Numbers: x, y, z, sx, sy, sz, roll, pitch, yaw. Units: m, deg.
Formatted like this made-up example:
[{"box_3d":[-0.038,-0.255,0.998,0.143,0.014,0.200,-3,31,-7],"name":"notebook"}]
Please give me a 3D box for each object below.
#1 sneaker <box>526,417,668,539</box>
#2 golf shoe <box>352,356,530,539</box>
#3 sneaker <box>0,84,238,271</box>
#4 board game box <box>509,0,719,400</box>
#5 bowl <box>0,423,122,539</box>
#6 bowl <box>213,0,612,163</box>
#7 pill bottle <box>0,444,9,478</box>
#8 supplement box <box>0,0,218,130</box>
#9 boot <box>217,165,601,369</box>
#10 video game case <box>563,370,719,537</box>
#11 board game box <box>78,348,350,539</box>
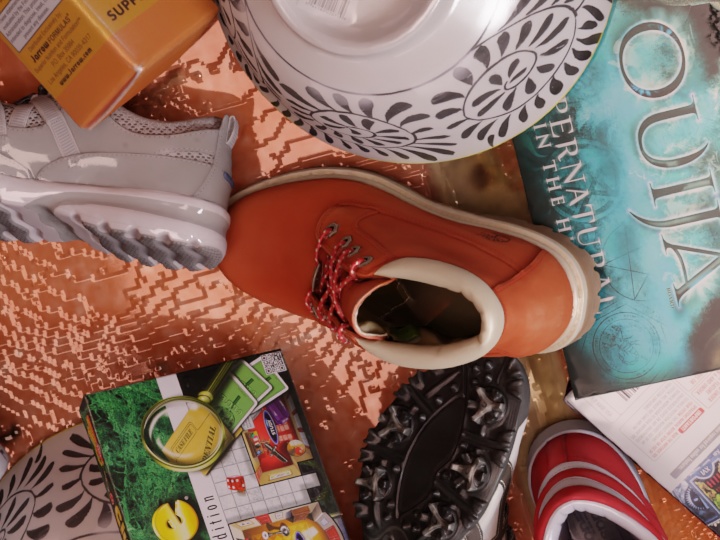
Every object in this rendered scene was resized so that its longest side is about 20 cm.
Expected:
[{"box_3d":[0.142,0.174,1.185,0.071,0.112,0.200,-32,101,11],"name":"sneaker"},{"box_3d":[0.042,0.127,1.206,0.078,0.094,0.200,32,106,35],"name":"golf shoe"},{"box_3d":[-0.152,-0.058,1.194,0.200,0.075,0.082,14,72,7],"name":"sneaker"},{"box_3d":[0.143,-0.050,1.146,0.135,0.028,0.200,-14,93,17],"name":"board game box"},{"box_3d":[-0.109,0.180,1.221,0.200,0.094,0.201,2,106,7],"name":"bowl"},{"box_3d":[0.009,-0.144,1.109,0.200,0.094,0.201,2,98,17],"name":"bowl"},{"box_3d":[-0.274,0.053,1.205,0.106,0.106,0.200,-37,98,14],"name":"pill bottle"},{"box_3d":[-0.161,-0.166,1.139,0.200,0.067,0.069,47,141,-1],"name":"supplement box"},{"box_3d":[0.000,0.000,1.143,0.200,0.107,0.075,10,106,29],"name":"boot"},{"box_3d":[0.230,0.048,1.182,0.181,0.036,0.200,41,105,-3],"name":"video game case"},{"box_3d":[-0.055,0.139,1.162,0.105,0.023,0.200,-14,68,-18],"name":"board game box"}]
